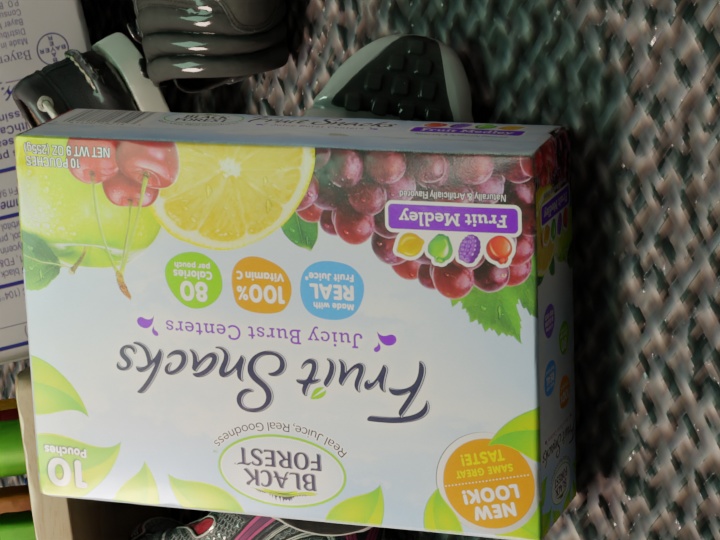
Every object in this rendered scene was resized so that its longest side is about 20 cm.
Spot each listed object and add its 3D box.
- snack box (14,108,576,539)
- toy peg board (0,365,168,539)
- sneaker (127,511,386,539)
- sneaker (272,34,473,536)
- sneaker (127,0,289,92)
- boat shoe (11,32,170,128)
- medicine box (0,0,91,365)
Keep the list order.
[{"bbox_3d":[-0.024,0.017,0.917,0.199,0.053,0.143,3,107,20],"label":"snack box"},{"bbox_3d":[-0.159,0.139,1.214,0.199,0.097,0.201,-40,-56,-82],"label":"toy peg board"},{"bbox_3d":[-0.043,0.124,1.113,0.200,0.080,0.075,-6,77,58],"label":"sneaker"},{"bbox_3d":[0.000,0.000,0.981,0.081,0.075,0.201,-64,-12,-70],"label":"sneaker"},{"bbox_3d":[-0.092,-0.133,1.117,0.200,0.070,0.100,24,118,58],"label":"sneaker"},{"bbox_3d":[-0.094,-0.006,1.135,0.201,0.060,0.074,67,164,-9],"label":"boat shoe"},{"bbox_3d":[-0.186,-0.066,1.241,0.182,0.102,0.201,-161,59,-76],"label":"medicine box"}]
